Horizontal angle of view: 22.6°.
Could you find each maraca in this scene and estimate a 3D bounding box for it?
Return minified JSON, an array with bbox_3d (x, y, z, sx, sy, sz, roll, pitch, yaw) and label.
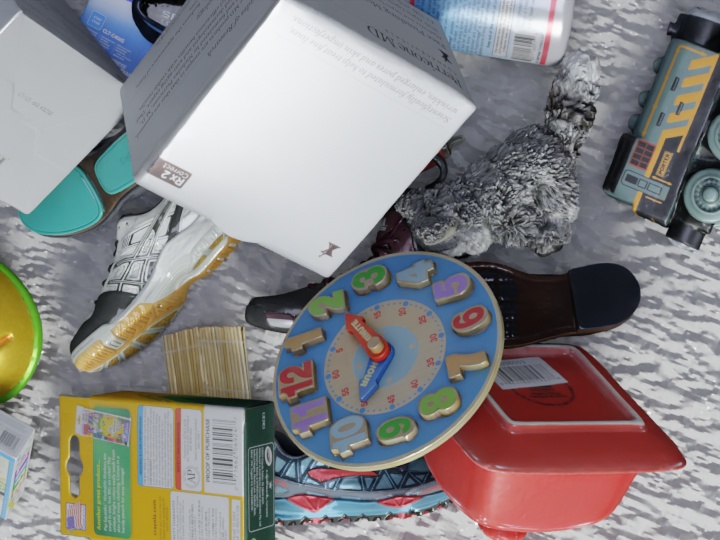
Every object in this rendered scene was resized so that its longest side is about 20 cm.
[{"bbox_3d":[-0.364,0.036,1.551,0.199,0.107,0.138,29,101,6],"label":"maraca"}]

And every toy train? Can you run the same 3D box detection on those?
[{"bbox_3d":[0.284,-0.122,1.522,0.113,0.085,0.202,23,94,11],"label":"toy train"}]

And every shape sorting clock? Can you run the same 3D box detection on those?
[{"bbox_3d":[0.019,0.068,1.434,0.198,0.039,0.202,-17,50,22],"label":"shape sorting clock"}]

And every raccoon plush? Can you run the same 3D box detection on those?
[{"bbox_3d":[0.108,-0.095,1.499,0.133,0.097,0.202,7,97,-26],"label":"raccoon plush"}]

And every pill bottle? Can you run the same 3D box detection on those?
[{"bbox_3d":[0.080,-0.239,1.511,0.198,0.109,0.110,9,93,2],"label":"pill bottle"}]

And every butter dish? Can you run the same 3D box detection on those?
[{"bbox_3d":[0.131,0.155,1.483,0.198,0.200,0.149,1,118,-25],"label":"butter dish"}]

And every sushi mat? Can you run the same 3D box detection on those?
[{"bbox_3d":[-0.126,0.149,1.563,0.095,0.012,0.203,-6,90,40],"label":"sushi mat"}]

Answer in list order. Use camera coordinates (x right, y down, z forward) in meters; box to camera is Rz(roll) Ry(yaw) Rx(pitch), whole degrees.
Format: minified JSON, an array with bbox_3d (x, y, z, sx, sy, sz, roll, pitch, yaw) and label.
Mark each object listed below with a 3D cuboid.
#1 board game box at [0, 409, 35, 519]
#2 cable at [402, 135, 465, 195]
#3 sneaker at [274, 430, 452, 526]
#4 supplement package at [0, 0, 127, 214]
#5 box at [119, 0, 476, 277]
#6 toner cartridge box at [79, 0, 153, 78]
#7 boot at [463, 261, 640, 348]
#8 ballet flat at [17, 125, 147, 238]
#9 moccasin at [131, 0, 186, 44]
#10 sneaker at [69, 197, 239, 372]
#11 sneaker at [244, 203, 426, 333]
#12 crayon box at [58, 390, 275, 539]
[{"bbox_3d":[-0.378,0.129,1.546,0.199,0.135,0.034,28,57,1],"label":"board game box"},{"bbox_3d":[0.000,-0.080,1.563,0.199,0.050,0.098,-34,85,14],"label":"cable"},{"bbox_3d":[0.000,0.166,1.551,0.198,0.079,0.097,-5,91,3],"label":"sneaker"},{"bbox_3d":[-0.321,-0.186,1.462,0.147,0.191,0.200,-43,63,6],"label":"supplement package"},{"bbox_3d":[-0.053,-0.134,1.414,0.198,0.131,0.200,26,119,-32],"label":"box"},{"bbox_3d":[-0.146,-0.181,1.559,0.199,0.043,0.096,28,92,2],"label":"toner cartridge box"},{"bbox_3d":[0.131,0.037,1.521,0.197,0.097,0.076,-1,76,0],"label":"boot"},{"bbox_3d":[-0.212,-0.081,1.545,0.199,0.073,0.074,-25,91,40],"label":"ballet flat"},{"bbox_3d":[-0.098,-0.187,1.500,0.198,0.068,0.081,10,92,2],"label":"moccasin"},{"bbox_3d":[-0.189,-0.002,1.566,0.088,0.076,0.200,44,91,16],"label":"sneaker"},{"bbox_3d":[0.000,0.000,1.552,0.198,0.076,0.117,2,88,-7],"label":"sneaker"},{"bbox_3d":[-0.166,0.171,1.546,0.198,0.051,0.127,2,94,31],"label":"crayon box"}]
